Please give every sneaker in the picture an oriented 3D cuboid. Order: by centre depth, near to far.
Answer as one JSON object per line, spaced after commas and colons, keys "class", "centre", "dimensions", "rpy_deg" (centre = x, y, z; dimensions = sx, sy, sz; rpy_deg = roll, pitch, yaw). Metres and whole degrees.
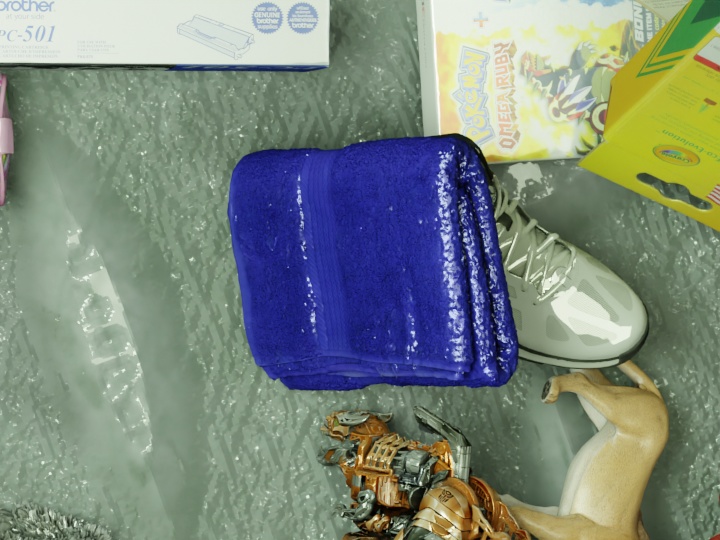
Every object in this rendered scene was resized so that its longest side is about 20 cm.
{"class": "sneaker", "centre": [0.081, -0.012, 1.709], "dimensions": [0.200, 0.115, 0.076], "rpy_deg": [27, 73, 6]}

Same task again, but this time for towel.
{"class": "towel", "centre": [0.000, 0.000, 1.680], "dimensions": [0.049, 0.200, 0.148], "rpy_deg": [-19, 100, -40]}

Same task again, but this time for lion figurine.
{"class": "lion figurine", "centre": [0.148, 0.127, 1.774], "dimensions": [0.122, 0.072, 0.201], "rpy_deg": [22, 85, -14]}

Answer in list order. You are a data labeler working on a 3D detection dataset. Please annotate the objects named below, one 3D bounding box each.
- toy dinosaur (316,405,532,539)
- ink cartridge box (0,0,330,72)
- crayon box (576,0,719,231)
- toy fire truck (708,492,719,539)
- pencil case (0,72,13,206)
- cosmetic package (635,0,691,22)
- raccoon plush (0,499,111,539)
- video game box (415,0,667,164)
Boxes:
{"class": "toy dinosaur", "centre": [0.041, 0.161, 1.713], "dimensions": [0.102, 0.200, 0.136], "rpy_deg": [12, 110, -33]}
{"class": "ink cartridge box", "centre": [-0.123, -0.139, 1.704], "dimensions": [0.199, 0.094, 0.044], "rpy_deg": [-1, 92, -10]}
{"class": "crayon box", "centre": [0.230, -0.103, 1.703], "dimensions": [0.127, 0.200, 0.051], "rpy_deg": [25, 51, -18]}
{"class": "toy fire truck", "centre": [0.238, 0.188, 1.768], "dimensions": [0.200, 0.176, 0.129], "rpy_deg": [-23, 98, 34]}
{"class": "pencil case", "centre": [-0.301, -0.076, 1.680], "dimensions": [0.199, 0.087, 0.088], "rpy_deg": [1, 92, -11]}
{"class": "cosmetic package", "centre": [0.255, -0.171, 1.750], "dimensions": [0.200, 0.073, 0.104], "rpy_deg": [32, 76, -26]}
{"class": "raccoon plush", "centre": [-0.164, 0.179, 1.686], "dimensions": [0.199, 0.134, 0.097], "rpy_deg": [-15, 93, -9]}
{"class": "video game box", "centre": [0.125, -0.166, 1.771], "dimensions": [0.182, 0.047, 0.201], "rpy_deg": [-4, 93, -9]}
